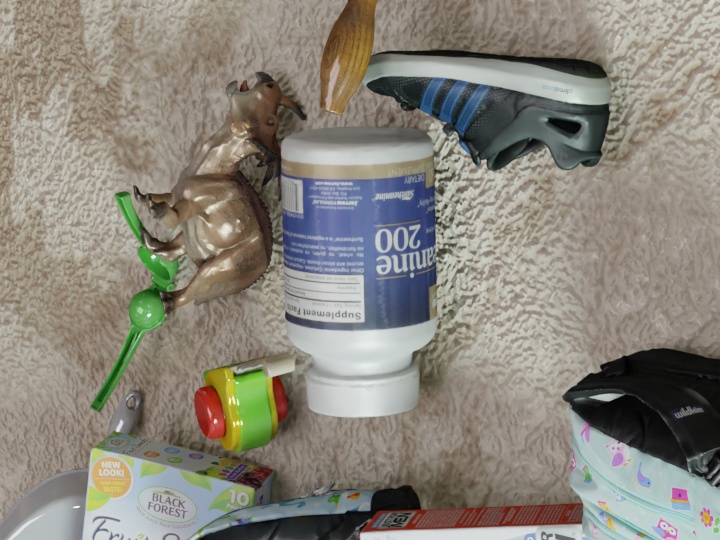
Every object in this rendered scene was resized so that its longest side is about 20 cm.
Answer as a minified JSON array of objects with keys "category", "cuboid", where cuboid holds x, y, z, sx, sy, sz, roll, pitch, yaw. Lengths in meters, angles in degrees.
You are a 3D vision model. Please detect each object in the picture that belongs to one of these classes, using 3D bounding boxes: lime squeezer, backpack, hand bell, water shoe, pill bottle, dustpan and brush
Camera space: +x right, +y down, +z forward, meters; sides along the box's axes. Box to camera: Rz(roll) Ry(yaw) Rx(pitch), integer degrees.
[{"category":"lime squeezer","cuboid":[-0.176,0.021,1.901,0.038,0.071,0.200,21,120,17]},{"category":"backpack","cuboid":[-0.043,0.241,1.775,0.200,0.154,0.163,-10,99,5]},{"category":"hand bell","cuboid":[0.006,-0.205,1.628,0.104,0.104,0.200,17,90,38]},{"category":"water shoe","cuboid":[0.078,-0.109,1.634,0.200,0.071,0.079,9,100,39]},{"category":"pill bottle","cuboid":[0.000,0.000,1.712,0.111,0.111,0.200,8,104,40]},{"category":"dustpan and brush","cuboid":[-0.222,0.196,1.966,0.057,0.139,0.200,-111,44,-70]},{"category":"backpack","cuboid":[0.221,0.126,1.522,0.200,0.167,0.127,18,115,44]}]

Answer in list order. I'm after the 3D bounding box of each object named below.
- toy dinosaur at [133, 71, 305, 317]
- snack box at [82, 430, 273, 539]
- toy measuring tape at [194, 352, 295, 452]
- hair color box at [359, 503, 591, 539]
[{"category":"toy dinosaur","cuboid":[-0.098,-0.039,1.817,0.086,0.135,0.200,-116,17,-50]},{"category":"snack box","cuboid":[-0.154,0.243,1.905,0.142,0.053,0.200,12,108,13]},{"category":"toy measuring tape","cuboid":[-0.081,0.102,1.804,0.200,0.074,0.074,163,93,-71]},{"category":"hair color box","cuboid":[0.106,0.223,1.643,0.200,0.064,0.111,-4,97,15]}]
